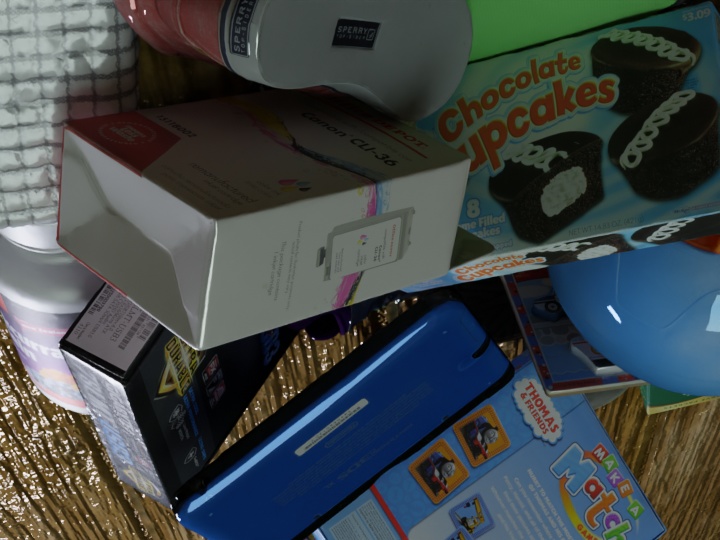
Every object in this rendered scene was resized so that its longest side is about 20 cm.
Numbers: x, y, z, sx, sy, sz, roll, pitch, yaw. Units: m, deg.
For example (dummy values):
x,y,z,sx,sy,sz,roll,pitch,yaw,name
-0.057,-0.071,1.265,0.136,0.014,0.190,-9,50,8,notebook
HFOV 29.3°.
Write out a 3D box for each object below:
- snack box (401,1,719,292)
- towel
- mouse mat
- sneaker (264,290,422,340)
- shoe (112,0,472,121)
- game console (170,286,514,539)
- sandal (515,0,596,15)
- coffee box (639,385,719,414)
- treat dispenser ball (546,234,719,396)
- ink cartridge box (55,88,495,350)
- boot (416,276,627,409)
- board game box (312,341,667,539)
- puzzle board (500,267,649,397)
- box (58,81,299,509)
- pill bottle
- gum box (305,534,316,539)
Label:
x,y,z,sx,sy,sz,roll,pitch,yaw,name
0.103,-0.063,0.748,0.199,0.117,0.037,-12,159,26,snack box
-0.204,-0.105,0.642,0.199,0.086,0.166,-8,130,-15,towel
0.053,-0.128,0.744,0.160,0.008,0.200,10,157,-32,mouse mat
0.000,0.000,0.860,0.088,0.074,0.200,-59,154,14,sneaker
-0.026,-0.121,0.656,0.200,0.091,0.072,-5,116,-59,shoe
-0.021,0.072,0.838,0.200,0.118,0.171,-38,146,3,game console
0.128,-0.192,0.665,0.075,0.048,0.201,4,153,-20,sandal
0.285,0.046,1.112,0.122,0.044,0.200,-13,148,2,coffee box
0.208,-0.027,0.819,0.200,0.202,0.201,-9,149,-5,treat dispenser ball
-0.031,-0.037,0.668,0.199,0.116,0.068,-16,126,-43,ink cartridge box
0.134,0.055,1.066,0.181,0.073,0.200,-9,155,-2,boot
0.083,0.164,0.900,0.200,0.152,0.037,-33,-175,-16,board game box
0.201,0.013,0.933,0.199,0.151,0.017,-7,133,-8,puzzle board
-0.085,0.019,0.812,0.050,0.199,0.200,28,154,16,box
-0.163,-0.006,0.812,0.111,0.112,0.200,-9,148,-5,pill bottle
0.032,0.149,0.946,0.113,0.200,0.066,37,167,-3,gum box
